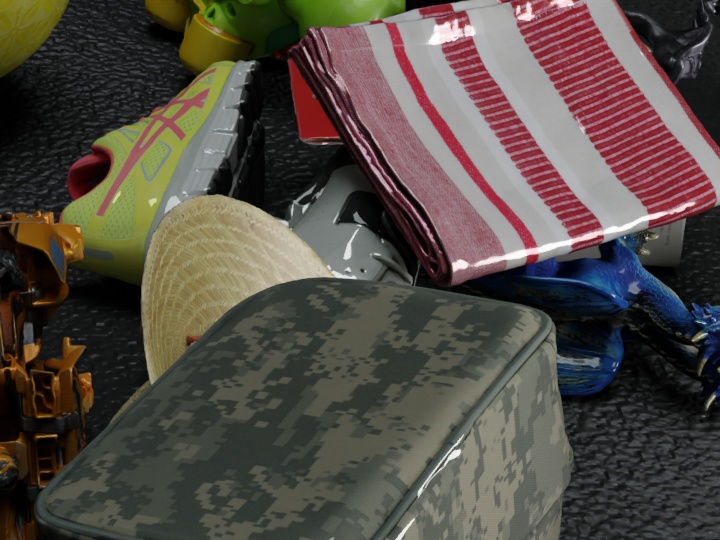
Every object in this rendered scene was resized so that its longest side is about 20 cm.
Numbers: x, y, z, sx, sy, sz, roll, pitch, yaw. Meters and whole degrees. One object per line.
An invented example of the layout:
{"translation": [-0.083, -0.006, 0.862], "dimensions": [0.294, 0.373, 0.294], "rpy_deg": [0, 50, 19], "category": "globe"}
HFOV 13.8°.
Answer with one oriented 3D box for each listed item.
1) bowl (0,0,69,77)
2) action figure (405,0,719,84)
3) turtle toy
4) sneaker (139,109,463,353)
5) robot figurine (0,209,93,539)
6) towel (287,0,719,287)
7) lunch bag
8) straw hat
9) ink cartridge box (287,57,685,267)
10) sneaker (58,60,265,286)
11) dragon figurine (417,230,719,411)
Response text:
{"translation": [-0.247, -0.139, 1.588], "dimensions": [0.199, 0.108, 0.200], "rpy_deg": [5, 27, -2], "category": "bowl"}
{"translation": [0.091, -0.159, 1.543], "dimensions": [0.199, 0.119, 0.102], "rpy_deg": [13, 34, -6], "category": "action figure"}
{"translation": [-0.037, -0.169, 1.674], "dimensions": [0.101, 0.146, 0.200], "rpy_deg": [16, 21, -28], "category": "turtle toy"}
{"translation": [0.000, 0.000, 1.378], "dimensions": [0.200, 0.074, 0.088], "rpy_deg": [-40, 48, -24], "category": "sneaker"}
{"translation": [-0.138, 0.049, 1.211], "dimensions": [0.058, 0.146, 0.200], "rpy_deg": [-4, 18, -4], "category": "robot figurine"}
{"translation": [0.078, -0.071, 1.408], "dimensions": [0.199, 0.023, 0.144], "rpy_deg": [-15, 63, -38], "category": "towel"}
{"translation": [-0.013, 0.119, 1.042], "dimensions": [0.139, 0.169, 0.200], "rpy_deg": [5, 30, 27], "category": "lunch bag"}
{"translation": [-0.060, 0.075, 1.220], "dimensions": [0.085, 0.201, 0.201], "rpy_deg": [-29, 14, 27], "category": "straw hat"}
{"translation": [0.062, -0.058, 1.528], "dimensions": [0.199, 0.068, 0.116], "rpy_deg": [2, 26, -6], "category": "ink cartridge box"}
{"translation": [-0.099, -0.053, 1.486], "dimensions": [0.090, 0.079, 0.200], "rpy_deg": [2, 25, 10], "category": "sneaker"}
{"translation": [0.095, 0.019, 1.393], "dimensions": [0.199, 0.059, 0.100], "rpy_deg": [4, 27, -2], "category": "dragon figurine"}
